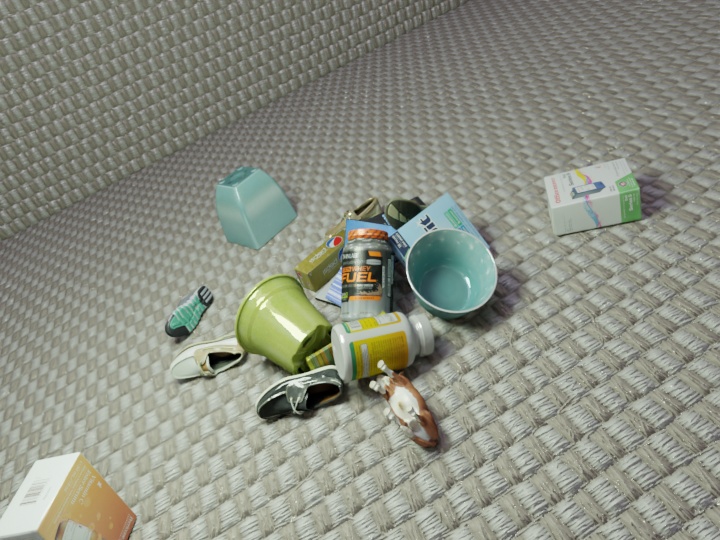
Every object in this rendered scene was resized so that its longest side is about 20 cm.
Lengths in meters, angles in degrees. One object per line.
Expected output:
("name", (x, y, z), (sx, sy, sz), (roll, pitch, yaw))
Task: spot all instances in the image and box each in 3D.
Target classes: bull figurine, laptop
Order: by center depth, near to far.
("bull figurine", (0.075, 0.238, 1.064), (0.065, 0.121, 0.200), (-47, 40, 3))
("laptop", (-0.013, -0.016, 1.463), (0.184, 0.118, 0.200), (12, 47, 42))

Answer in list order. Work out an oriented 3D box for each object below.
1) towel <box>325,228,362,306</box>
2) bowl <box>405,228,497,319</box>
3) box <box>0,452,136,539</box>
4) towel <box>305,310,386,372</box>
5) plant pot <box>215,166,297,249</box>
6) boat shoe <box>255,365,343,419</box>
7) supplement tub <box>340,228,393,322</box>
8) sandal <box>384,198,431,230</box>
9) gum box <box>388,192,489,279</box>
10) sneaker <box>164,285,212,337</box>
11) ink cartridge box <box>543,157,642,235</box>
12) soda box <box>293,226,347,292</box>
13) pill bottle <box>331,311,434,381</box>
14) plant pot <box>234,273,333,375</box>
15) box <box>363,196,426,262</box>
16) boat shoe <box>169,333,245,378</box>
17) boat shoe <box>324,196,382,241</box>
("towel", (0.000, 0.000, 1.421), (0.143, 0.024, 0.204), (23, 83, 45))
("bowl", (0.190, 0.022, 1.256), (0.194, 0.106, 0.207), (1, 61, -2))
("box", (-0.521, 0.459, 1.035), (0.103, 0.204, 0.154), (-14, 33, 14))
("towel", (-0.019, 0.168, 1.238), (0.196, 0.088, 0.018), (-30, 36, -11))
("plant pot", (-0.362, -0.221, 1.885), (0.193, 0.204, 0.196), (14, 48, 43))
("boat shoe", (-0.126, 0.260, 1.189), (0.195, 0.073, 0.068), (-21, 29, 1))
("supplement tub", (0.016, 0.016, 1.308), (0.119, 0.122, 0.207), (-4, 81, 27))
("sandal", (0.133, -0.137, 1.439), (0.197, 0.082, 0.057), (5, 24, -39))
("gum box", (0.183, -0.060, 1.372), (0.198, 0.172, 0.045), (-35, -7, -19))
("sneaker", (-0.495, 0.125, 1.620), (0.086, 0.076, 0.201), (-19, 21, 31))
("ink cartridge box", (0.544, -0.173, 1.367), (0.194, 0.089, 0.147), (-12, 35, 19))
("soda box", (-0.084, -0.033, 1.577), (0.067, 0.065, 0.199), (19, 52, 45))
("pill bottle", (0.046, 0.149, 1.174), (0.194, 0.116, 0.113), (-11, 30, -15))
("plant pot", (-0.150, 0.140, 1.288), (0.199, 0.204, 0.182), (-39, 48, -24))
("box", (0.110, -0.108, 1.580), (0.194, 0.051, 0.201), (-23, 34, -3))
("boat shoe", (-0.372, 0.215, 1.399), (0.195, 0.076, 0.069), (-24, 27, -2))
("boat shoe", (-0.027, -0.150, 1.703), (0.196, 0.066, 0.072), (-30, 33, -10))
